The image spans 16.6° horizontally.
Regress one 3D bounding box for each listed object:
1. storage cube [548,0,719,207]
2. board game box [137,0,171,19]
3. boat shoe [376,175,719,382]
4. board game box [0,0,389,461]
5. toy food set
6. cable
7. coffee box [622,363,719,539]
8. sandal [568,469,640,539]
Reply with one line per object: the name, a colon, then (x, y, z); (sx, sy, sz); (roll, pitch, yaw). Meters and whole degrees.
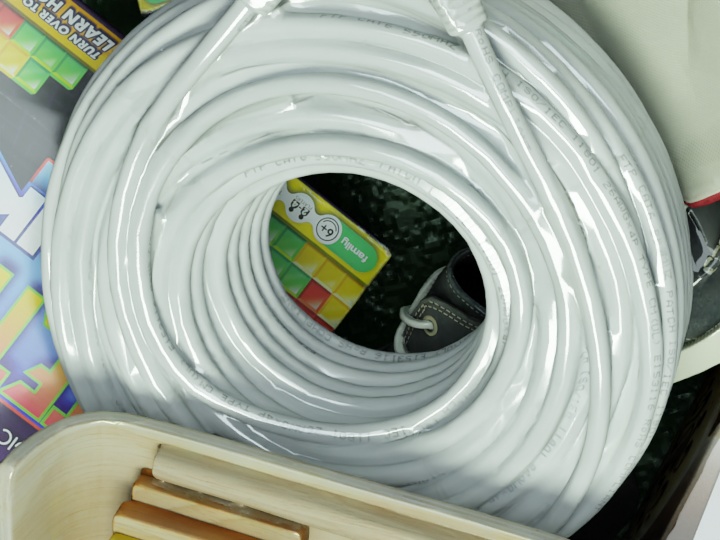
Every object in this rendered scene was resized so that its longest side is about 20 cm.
storage cube: (0.147, -0.146, 0.705); (0.180, 0.171, 0.200); (-37, 97, -23)
board game box: (-0.003, -0.193, 0.866); (0.199, 0.057, 0.166); (-17, 90, 2)
boat shoe: (0.042, 0.020, 0.824); (0.200, 0.072, 0.068); (-28, 120, 31)
board game box: (-0.118, -0.002, 0.836); (0.200, 0.057, 0.166); (38, 83, -8)
toy food set: (-0.017, 0.131, 0.750); (0.199, 0.060, 0.144); (15, 133, 13)
cable: (0.000, 0.000, 0.748); (0.200, 0.069, 0.200); (-32, 102, 26)
coffee box: (0.141, 0.081, 0.828); (0.080, 0.113, 0.200); (27, 90, 2)
sandal: (0.011, 0.125, 0.850); (0.200, 0.075, 0.045); (-28, 53, 8)
